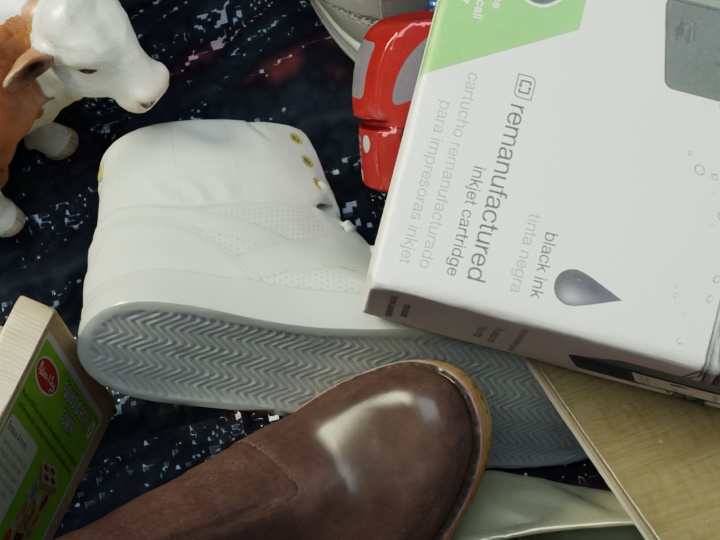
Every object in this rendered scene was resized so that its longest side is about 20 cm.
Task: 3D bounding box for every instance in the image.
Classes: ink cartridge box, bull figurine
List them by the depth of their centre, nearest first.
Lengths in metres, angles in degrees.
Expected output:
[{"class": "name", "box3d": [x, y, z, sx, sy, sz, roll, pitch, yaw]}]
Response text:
[{"class": "ink cartridge box", "box3d": [0.114, -0.034, 0.900, 0.199, 0.084, 0.146, 14, 82, 0]}, {"class": "bull figurine", "box3d": [-0.162, -0.061, 0.995, 0.199, 0.122, 0.065, -2, 56, 6]}]

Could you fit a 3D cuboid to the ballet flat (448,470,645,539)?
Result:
[{"class": "ballet flat", "box3d": [0.108, 0.110, 0.945, 0.199, 0.069, 0.070, 2, 72, 12]}]

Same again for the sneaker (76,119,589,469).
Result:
[{"class": "sneaker", "box3d": [0.000, 0.000, 0.990, 0.199, 0.074, 0.116, 14, 42, -15]}]

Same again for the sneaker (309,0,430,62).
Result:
[{"class": "sneaker", "box3d": [-0.027, -0.166, 1.042, 0.075, 0.082, 0.200, -40, 73, -8]}]

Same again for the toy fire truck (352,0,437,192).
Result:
[{"class": "toy fire truck", "box3d": [0.094, -0.102, 0.974, 0.199, 0.049, 0.142, -5, 99, -1]}]

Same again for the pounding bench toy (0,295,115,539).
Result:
[{"class": "pounding bench toy", "box3d": [-0.192, 0.045, 0.928, 0.156, 0.200, 0.125, 23, 76, 11]}]

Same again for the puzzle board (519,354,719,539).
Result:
[{"class": "puzzle board", "box3d": [0.174, 0.052, 0.944, 0.199, 0.017, 0.151, -19, 58, -25]}]

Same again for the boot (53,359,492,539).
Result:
[{"class": "boot", "box3d": [-0.060, 0.098, 0.888, 0.200, 0.166, 0.072, -38, 75, 18]}]
